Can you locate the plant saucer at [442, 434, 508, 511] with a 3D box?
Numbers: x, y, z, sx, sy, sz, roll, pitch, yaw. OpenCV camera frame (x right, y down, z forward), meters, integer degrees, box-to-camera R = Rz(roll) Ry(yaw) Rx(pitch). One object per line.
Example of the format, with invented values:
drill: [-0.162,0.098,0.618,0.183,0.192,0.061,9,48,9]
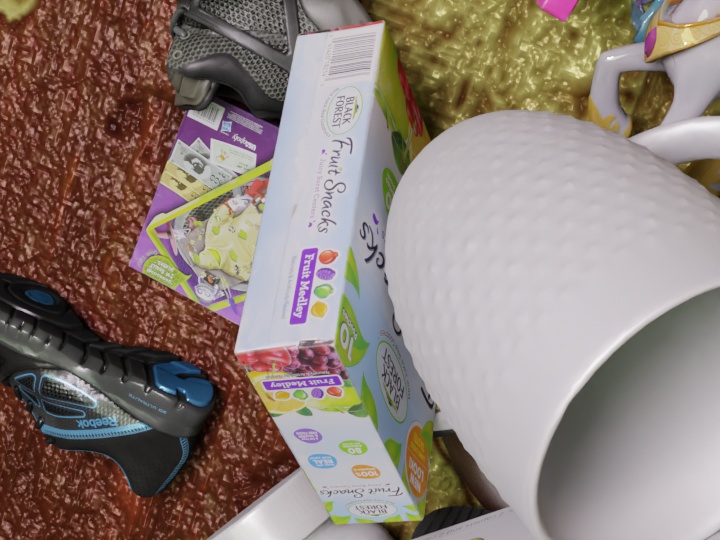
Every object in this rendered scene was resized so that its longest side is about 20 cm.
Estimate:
plant saucer: [0.137,0.072,0.845,0.198,0.032,0.202,2,103,11]

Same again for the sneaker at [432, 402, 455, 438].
sneaker: [0.107,0.056,0.792,0.199,0.075,0.085,-21,126,28]

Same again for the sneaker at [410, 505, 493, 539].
sneaker: [0.113,0.201,0.856,0.199,0.089,0.074,30,76,7]

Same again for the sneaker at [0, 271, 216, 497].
sneaker: [-0.189,0.066,0.944,0.199,0.073,0.082,28,109,13]

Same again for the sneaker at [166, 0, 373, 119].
sneaker: [-0.087,-0.165,0.855,0.114,0.076,0.200,-38,91,-2]

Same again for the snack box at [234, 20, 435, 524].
snack box: [0.000,0.000,0.751,0.053,0.201,0.143,-7,139,19]

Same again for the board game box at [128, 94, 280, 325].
board game box: [-0.029,-0.012,0.900,0.199,0.032,0.121,28,103,13]

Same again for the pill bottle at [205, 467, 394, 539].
pill bottle: [-0.003,0.216,0.889,0.109,0.110,0.201,-38,87,20]

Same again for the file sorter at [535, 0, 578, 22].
file sorter: [0.066,-0.227,0.721,0.125,0.200,0.140,27,108,-12]

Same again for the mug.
mug: [0.112,0.001,0.663,0.199,0.176,0.148,-29,134,-9]

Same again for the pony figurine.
pony figurine: [0.202,-0.104,0.741,0.191,0.167,0.201,3,129,-9]

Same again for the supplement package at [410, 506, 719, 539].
supplement package: [0.112,0.196,0.734,0.199,0.111,0.157,-23,106,22]
